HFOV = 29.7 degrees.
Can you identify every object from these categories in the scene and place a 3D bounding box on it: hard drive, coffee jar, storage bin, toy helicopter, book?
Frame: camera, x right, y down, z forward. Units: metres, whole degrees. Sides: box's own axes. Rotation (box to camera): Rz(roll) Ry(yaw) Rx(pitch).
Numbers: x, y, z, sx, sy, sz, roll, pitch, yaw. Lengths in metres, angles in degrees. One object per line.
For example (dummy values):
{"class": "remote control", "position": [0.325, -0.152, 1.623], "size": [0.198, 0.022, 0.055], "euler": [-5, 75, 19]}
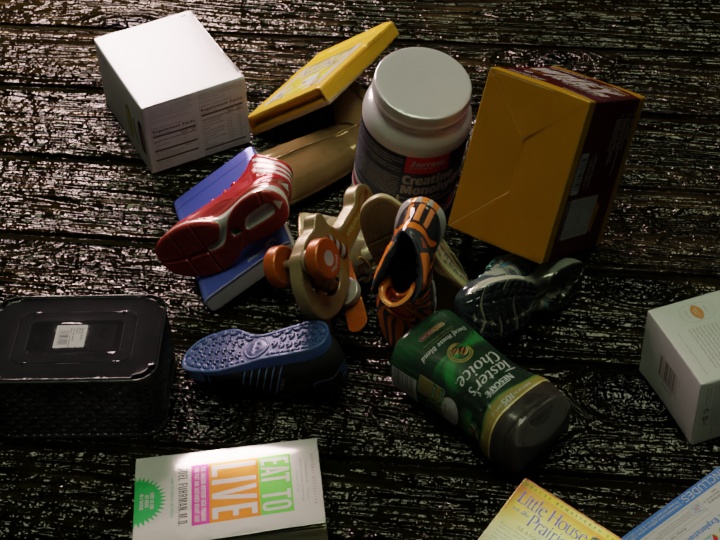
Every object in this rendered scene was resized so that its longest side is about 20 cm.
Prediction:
{"class": "hard drive", "position": [-0.162, -0.057, 1.717], "size": [0.131, 0.025, 0.201], "euler": [-35, 43, 9]}
{"class": "coffee jar", "position": [0.132, 0.133, 1.494], "size": [0.104, 0.086, 0.199], "euler": [-33, 51, -30]}
{"class": "storage bin", "position": [-0.316, 0.107, 1.536], "size": [0.196, 0.095, 0.136], "euler": [0, 42, 1]}
{"class": "toy helicopter", "position": [-0.022, -0.020, 1.568], "size": [0.078, 0.133, 0.201], "euler": [-10, 36, 35]}
{"class": "book", "position": [-0.137, 0.243, 1.420], "size": [0.197, 0.049, 0.134], "euler": [-7, 38, -3]}

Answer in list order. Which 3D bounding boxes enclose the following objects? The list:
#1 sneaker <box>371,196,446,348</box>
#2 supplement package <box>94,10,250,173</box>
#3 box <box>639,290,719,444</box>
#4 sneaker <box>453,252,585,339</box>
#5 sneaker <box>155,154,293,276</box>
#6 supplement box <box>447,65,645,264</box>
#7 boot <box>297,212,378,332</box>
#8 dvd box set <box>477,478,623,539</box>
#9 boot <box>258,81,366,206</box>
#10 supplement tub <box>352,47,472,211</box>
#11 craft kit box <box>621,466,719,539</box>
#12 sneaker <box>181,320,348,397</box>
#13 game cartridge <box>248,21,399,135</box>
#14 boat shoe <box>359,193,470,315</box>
{"class": "sneaker", "position": [0.042, 0.024, 1.524], "size": [0.076, 0.202, 0.112], "euler": [13, 35, 12]}
{"class": "supplement package", "position": [-0.267, -0.256, 1.922], "size": [0.154, 0.112, 0.200], "euler": [-20, 44, -19]}
{"class": "box", "position": [0.431, 0.093, 1.516], "size": [0.197, 0.098, 0.125], "euler": [-14, 43, -12]}
{"class": "sneaker", "position": [0.174, 0.022, 1.620], "size": [0.198, 0.079, 0.086], "euler": [-13, 31, -40]}
{"class": "sneaker", "position": [-0.158, -0.070, 1.673], "size": [0.198, 0.079, 0.116], "euler": [-21, 28, 25]}
{"class": "supplement box", "position": [0.229, -0.135, 1.652], "size": [0.131, 0.200, 0.199], "euler": [23, 18, 26]}
{"class": "boot", "position": [0.000, 0.000, 1.660], "size": [0.153, 0.074, 0.201], "euler": [-2, 39, -2]}
{"class": "dvd box set", "position": [0.158, 0.314, 1.298], "size": [0.145, 0.030, 0.200], "euler": [29, 66, 31]}
{"class": "boot", "position": [-0.063, -0.180, 1.865], "size": [0.198, 0.067, 0.175], "euler": [-25, 45, -21]}
{"class": "supplement tub", "position": [0.066, -0.167, 1.728], "size": [0.138, 0.201, 0.142], "euler": [4, 52, -5]}
{"class": "craft kit box", "position": [0.355, 0.310, 1.322], "size": [0.198, 0.049, 0.197], "euler": [-27, 45, -25]}
{"class": "sneaker", "position": [-0.108, 0.112, 1.548], "size": [0.197, 0.078, 0.071], "euler": [-8, 39, 27]}
{"class": "game cartridge", "position": [-0.053, -0.276, 1.922], "size": [0.175, 0.033, 0.200], "euler": [-15, 27, 46]}
{"class": "boat shoe", "position": [0.066, -0.021, 1.607], "size": [0.073, 0.201, 0.063], "euler": [-27, 30, 21]}
